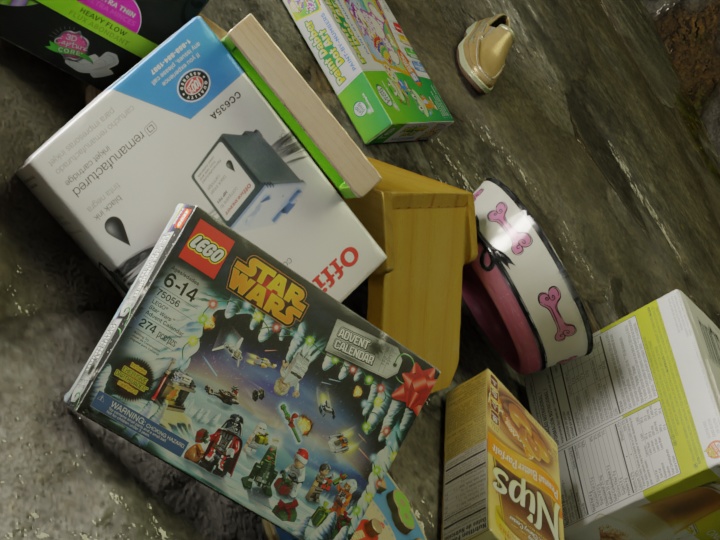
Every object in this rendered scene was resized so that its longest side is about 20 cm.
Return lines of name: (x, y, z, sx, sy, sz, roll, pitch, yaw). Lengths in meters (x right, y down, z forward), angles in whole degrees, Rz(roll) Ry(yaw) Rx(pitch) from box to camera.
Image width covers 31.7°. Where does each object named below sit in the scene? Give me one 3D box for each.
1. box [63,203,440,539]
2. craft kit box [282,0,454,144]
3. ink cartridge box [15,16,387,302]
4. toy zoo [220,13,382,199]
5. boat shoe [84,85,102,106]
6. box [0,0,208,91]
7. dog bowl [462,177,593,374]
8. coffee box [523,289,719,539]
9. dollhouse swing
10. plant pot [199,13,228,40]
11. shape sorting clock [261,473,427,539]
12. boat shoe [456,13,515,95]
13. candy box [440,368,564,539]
box: (-0.061, 0.070, 0.779, 0.199, 0.138, 0.040, 34, -10, -24)
craft kit box: (0.009, -0.239, 1.423, 0.202, 0.048, 0.197, 60, 27, 6)
ink cartridge box: (-0.102, -0.037, 0.828, 0.201, 0.146, 0.086, 50, -16, -12)
toy zoo: (-0.054, -0.104, 0.871, 0.132, 0.020, 0.200, 51, -8, -9)
boat shoe: (-0.120, -0.096, 0.971, 0.199, 0.069, 0.075, 33, 34, -43)
box: (-0.201, -0.240, 0.856, 0.198, 0.149, 0.126, 26, 37, -28)
dog bowl: (0.147, 0.013, 1.261, 0.202, 0.073, 0.200, 59, -6, 9)
coffee box: (0.309, 0.182, 1.297, 0.199, 0.196, 0.202, 37, 33, -39)
dollhouse swing: (0.000, 0.000, 1.129, 0.180, 0.179, 0.199, 20, 12, 24)
plant pot: (-0.108, -0.160, 1.064, 0.199, 0.028, 0.200, 38, 14, -11)
shape sorting clock: (-0.002, 0.188, 0.893, 0.200, 0.039, 0.202, 43, 28, -30)
boat shoe: (0.185, -0.321, 1.810, 0.072, 0.076, 0.201, 46, 27, -22)
candy box: (0.125, 0.195, 1.104, 0.116, 0.055, 0.201, 46, 26, -24)
